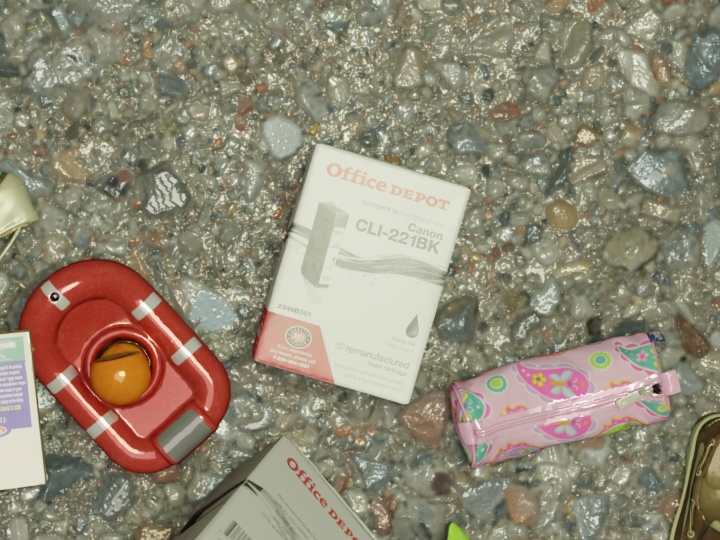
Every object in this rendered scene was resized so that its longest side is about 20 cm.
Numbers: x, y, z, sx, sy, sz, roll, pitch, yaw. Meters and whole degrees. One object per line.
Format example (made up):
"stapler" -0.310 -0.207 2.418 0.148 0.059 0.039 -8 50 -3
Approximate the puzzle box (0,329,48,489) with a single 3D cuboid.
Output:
"puzzle box" -0.369 0.126 1.477 0.199 0.025 0.134 -5 93 -7

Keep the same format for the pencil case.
"pencil case" 0.181 0.116 1.571 0.199 0.087 0.088 -13 94 -3

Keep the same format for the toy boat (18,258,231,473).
"toy boat" -0.206 0.083 1.513 0.130 0.131 0.200 -42 95 -2

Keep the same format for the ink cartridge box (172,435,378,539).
"ink cartridge box" -0.084 0.258 1.496 0.084 0.200 0.145 -35 97 34

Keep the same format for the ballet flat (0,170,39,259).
"ballet flat" -0.364 -0.004 1.533 0.200 0.069 0.070 -40 95 -2

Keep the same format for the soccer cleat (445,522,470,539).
"soccer cleat" 0.019 0.299 1.583 0.200 0.068 0.081 -28 77 -4

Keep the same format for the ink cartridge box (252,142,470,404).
"ink cartridge box" 0.000 0.000 1.550 0.144 0.084 0.201 16 91 -4

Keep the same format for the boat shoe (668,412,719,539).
"boat shoe" 0.322 0.234 1.592 0.074 0.075 0.203 0 93 -5
